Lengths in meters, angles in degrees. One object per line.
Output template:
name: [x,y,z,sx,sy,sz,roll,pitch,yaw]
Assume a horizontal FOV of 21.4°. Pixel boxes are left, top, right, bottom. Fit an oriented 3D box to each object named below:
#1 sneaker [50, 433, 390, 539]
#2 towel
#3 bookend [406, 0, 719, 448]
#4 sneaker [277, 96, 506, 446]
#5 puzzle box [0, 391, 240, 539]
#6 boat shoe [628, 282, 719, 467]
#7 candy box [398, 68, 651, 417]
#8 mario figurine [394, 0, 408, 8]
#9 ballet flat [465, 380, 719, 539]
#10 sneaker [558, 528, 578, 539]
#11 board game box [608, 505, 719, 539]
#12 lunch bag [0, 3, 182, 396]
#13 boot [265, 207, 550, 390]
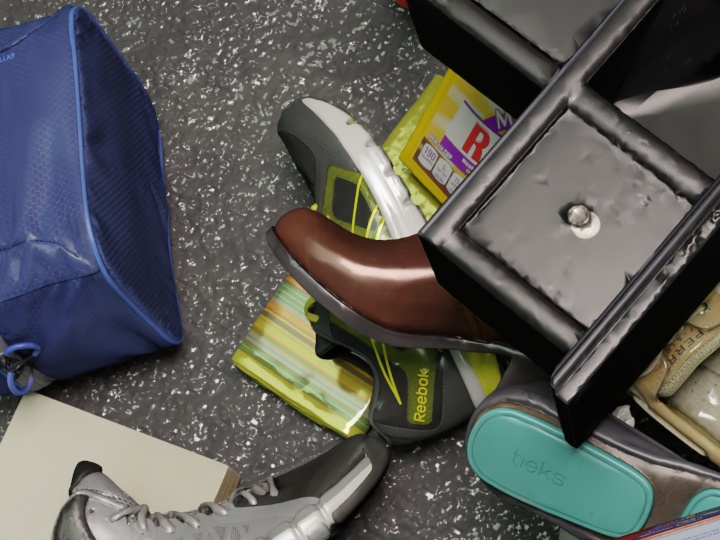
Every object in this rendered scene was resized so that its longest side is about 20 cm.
sneaker: [-0.087,0.124,0.959,0.200,0.075,0.116,-41,83,-11]
towel: [0.020,-0.007,1.038,0.086,0.018,0.200,32,80,18]
bookend: [0.081,-0.069,0.821,0.200,0.092,0.199,40,83,18]
sneaker: [0.000,0.000,0.988,0.084,0.074,0.200,-31,72,-2]
puzzle box: [-0.162,0.176,1.014,0.133,0.025,0.201,19,76,20]
boat shoe: [0.166,0.052,0.857,0.073,0.063,0.201,-41,92,3]
candy box: [0.109,-0.029,0.973,0.200,0.026,0.102,46,129,20]
mario figurine: [0.061,-0.158,1.011,0.106,0.123,0.200,-50,22,-4]
ballet flat: [0.140,0.109,0.851,0.200,0.073,0.073,30,80,15]
sneaker: [0.121,0.161,0.882,0.079,0.130,0.200,2,71,14]
board game box: [0.109,0.167,0.802,0.199,0.019,0.103,-19,92,13]
lunch bag: [-0.184,-0.027,1.030,0.132,0.136,0.201,-15,60,11]
boot: [0.074,-0.047,0.898,0.188,0.068,0.201,28,101,7]
